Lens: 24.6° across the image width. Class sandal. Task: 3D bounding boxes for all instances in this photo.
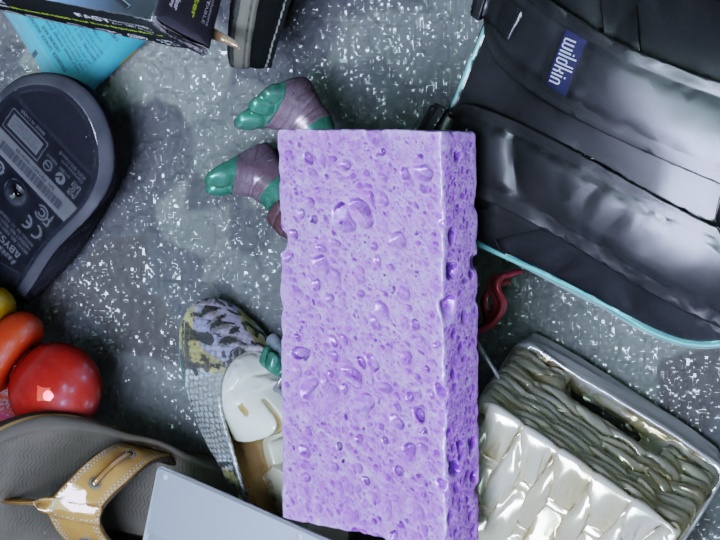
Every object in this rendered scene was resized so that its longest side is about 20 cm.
[{"bbox_3d":[-0.135,0.133,0.923,0.199,0.055,0.082,17,96,-25],"label":"sandal"}]

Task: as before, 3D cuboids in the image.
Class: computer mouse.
[{"bbox_3d":[-0.203,-0.045,0.985,0.139,0.053,0.200,50,122,4],"label":"computer mouse"}]

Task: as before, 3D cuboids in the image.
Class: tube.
[{"bbox_3d":[-0.120,-0.172,0.937,0.200,0.050,0.078,-32,87,25],"label":"tube"}]

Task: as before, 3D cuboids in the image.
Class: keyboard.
[{"bbox_3d":[-0.035,0.160,0.856,0.199,0.011,0.057,19,96,31],"label":"keyboard"}]

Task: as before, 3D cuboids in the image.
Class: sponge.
[{"bbox_3d":[0.008,0.031,0.804,0.111,0.030,0.201,6,99,43],"label":"sponge"}]

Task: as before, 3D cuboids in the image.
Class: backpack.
[{"bbox_3d":[0.152,-0.062,0.794,0.200,0.153,0.177,32,108,31],"label":"backpack"}]

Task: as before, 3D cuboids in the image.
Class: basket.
[{"bbox_3d":[0.082,0.156,0.870,0.135,0.123,0.201,33,107,12],"label":"basket"}]

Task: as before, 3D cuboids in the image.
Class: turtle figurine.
[{"bbox_3d":[0.000,0.000,0.888,0.200,0.101,0.150,53,124,15],"label":"turtle figurine"}]

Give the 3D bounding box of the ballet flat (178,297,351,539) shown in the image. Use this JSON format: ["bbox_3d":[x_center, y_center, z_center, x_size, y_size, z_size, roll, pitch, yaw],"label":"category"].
[{"bbox_3d":[-0.044,0.106,0.929,0.072,0.072,0.201,-20,86,21],"label":"ballet flat"}]

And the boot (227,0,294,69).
[{"bbox_3d":[0.019,-0.179,0.852,0.153,0.074,0.204,12,123,-13],"label":"boot"}]

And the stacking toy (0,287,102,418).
[{"bbox_3d":[-0.234,0.025,0.957,0.200,0.085,0.086,36,108,4],"label":"stacking toy"}]

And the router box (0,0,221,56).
[{"bbox_3d":[-0.127,-0.221,0.826,0.149,0.062,0.201,13,89,23],"label":"router box"}]

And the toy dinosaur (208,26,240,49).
[{"bbox_3d":[-0.133,-0.187,0.880,0.106,0.060,0.201,-26,59,28],"label":"toy dinosaur"}]

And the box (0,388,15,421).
[{"bbox_3d":[-0.287,0.085,0.994,0.200,0.095,0.103,33,126,12],"label":"box"}]
